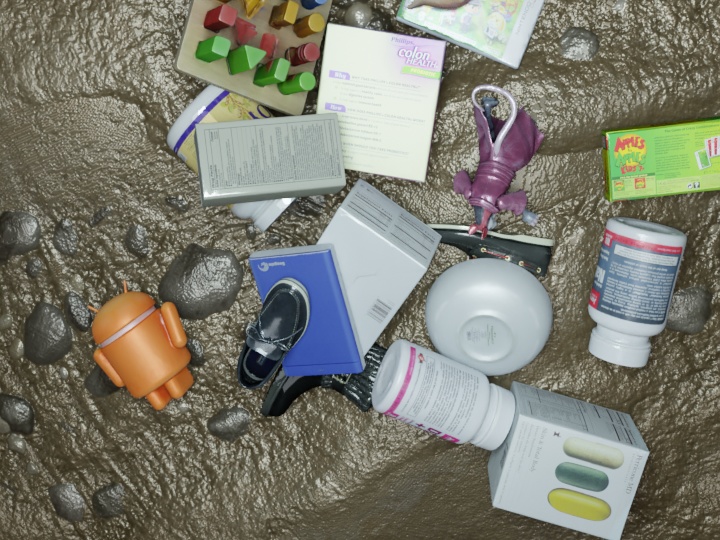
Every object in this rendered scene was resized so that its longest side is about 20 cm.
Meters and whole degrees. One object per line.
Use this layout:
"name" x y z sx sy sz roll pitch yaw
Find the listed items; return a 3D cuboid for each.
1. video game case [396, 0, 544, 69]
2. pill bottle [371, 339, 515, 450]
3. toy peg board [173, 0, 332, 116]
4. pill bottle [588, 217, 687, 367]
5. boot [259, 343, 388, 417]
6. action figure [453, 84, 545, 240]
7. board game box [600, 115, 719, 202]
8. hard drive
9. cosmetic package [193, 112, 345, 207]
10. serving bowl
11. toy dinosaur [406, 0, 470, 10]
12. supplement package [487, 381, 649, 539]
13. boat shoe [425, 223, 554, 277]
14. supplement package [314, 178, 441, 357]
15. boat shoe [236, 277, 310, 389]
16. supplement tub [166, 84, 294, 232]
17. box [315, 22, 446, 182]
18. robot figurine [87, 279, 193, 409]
"video game case" 0.173 -0.418 1.349 0.197 0.022 0.185 22 103 1
"pill bottle" 0.126 0.191 1.394 0.197 0.114 0.115 23 104 -12
"toy peg board" -0.129 -0.343 1.279 0.197 0.097 0.203 17 88 -29
"pill bottle" 0.403 0.032 1.374 0.117 0.120 0.204 10 103 3
"boot" -0.052 0.182 1.472 0.157 0.080 0.213 36 103 -3
"action figure" 0.202 -0.142 1.340 0.131 0.149 0.204 14 79 15
"board game box" 0.460 -0.165 1.362 0.196 0.048 0.104 -6 101 7
"hard drive" -0.077 0.062 1.361 0.129 0.025 0.203 -5 116 22
"cosmetic package" -0.125 -0.152 1.271 0.196 0.073 0.106 -6 86 -12
"serving bowl" 0.191 0.084 1.402 0.196 0.066 0.203 6 122 9
"toy dinosaur" 0.154 -0.422 1.301 0.135 0.086 0.200 40 108 -11
"supplement package" 0.312 0.289 1.422 0.196 0.151 0.155 15 103 2
"boat shoe" 0.192 -0.034 1.404 0.197 0.074 0.064 11 95 -1
"supplement package" 0.000 0.000 1.384 0.154 0.111 0.201 34 123 -2
"boat shoe" -0.129 0.097 1.347 0.074 0.062 0.202 31 122 3
"supplement tub" -0.172 -0.171 1.374 0.200 0.146 0.145 45 103 -5
"box" 0.027 -0.248 1.363 0.172 0.097 0.204 9 104 4
"robot figurine" -0.346 0.118 1.470 0.202 0.116 0.143 56 146 -7
